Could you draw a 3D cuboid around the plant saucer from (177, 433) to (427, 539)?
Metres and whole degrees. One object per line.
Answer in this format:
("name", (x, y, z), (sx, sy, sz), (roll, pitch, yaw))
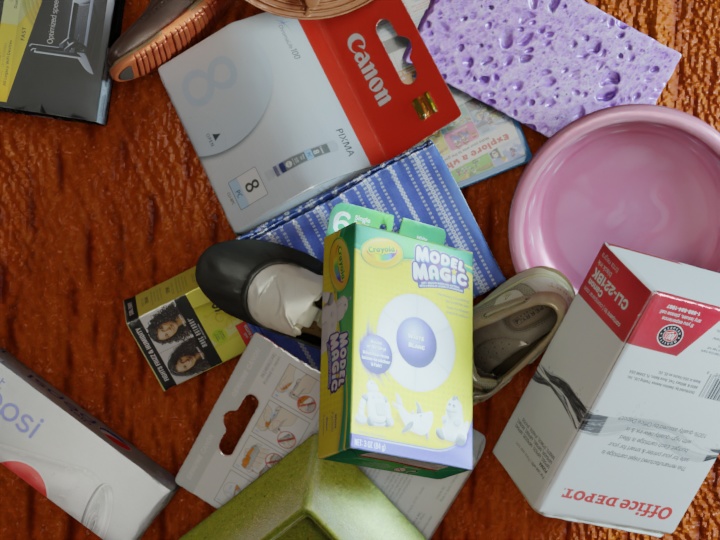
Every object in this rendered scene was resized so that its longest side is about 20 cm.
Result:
("plant saucer", (-0.038, 0.259, 1.507), (0.200, 0.048, 0.200), (-39, 98, 24))

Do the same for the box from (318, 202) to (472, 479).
("box", (0.029, 0.049, 1.437), (0.117, 0.048, 0.200), (13, 66, -33))

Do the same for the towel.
("towel", (0.000, 0.000, 1.512), (0.200, 0.024, 0.145), (-28, 116, 2))

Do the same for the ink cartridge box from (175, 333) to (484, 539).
("ink cartridge box", (-0.025, 0.153, 1.522), (0.200, 0.047, 0.160), (30, 115, 2))

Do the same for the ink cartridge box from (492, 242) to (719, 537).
("ink cartridge box", (0.215, 0.095, 1.478), (0.144, 0.084, 0.200), (14, 112, -31))

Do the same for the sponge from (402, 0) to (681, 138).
("sponge", (0.145, -0.172, 1.536), (0.200, 0.030, 0.112), (27, 99, -8))

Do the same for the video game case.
("video game case", (0.039, -0.157, 1.567), (0.143, 0.018, 0.200), (-21, 90, 0))

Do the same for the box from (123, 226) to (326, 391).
("box", (-0.086, 0.018, 1.543), (0.200, 0.050, 0.075), (-25, 114, 0))

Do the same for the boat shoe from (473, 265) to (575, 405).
("boat shoe", (0.085, 0.073, 1.520), (0.200, 0.065, 0.072), (-37, 101, 22))

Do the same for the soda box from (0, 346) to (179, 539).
("soda box", (-0.246, 0.142, 1.550), (0.200, 0.063, 0.068), (37, 91, 1))

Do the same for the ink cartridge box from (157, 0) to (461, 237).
("ink cartridge box", (-0.043, -0.140, 1.515), (0.200, 0.047, 0.160), (-31, 70, 13))

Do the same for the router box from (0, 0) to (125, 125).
("router box", (-0.272, -0.227, 1.553), (0.157, 0.052, 0.200), (9, 91, 1))

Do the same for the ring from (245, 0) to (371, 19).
("ring", (-0.034, -0.292, 1.474), (0.200, 0.019, 0.201), (-6, 109, -18))

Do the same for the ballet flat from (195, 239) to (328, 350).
("ballet flat", (-0.030, 0.029, 1.470), (0.200, 0.068, 0.068), (22, 95, -23))

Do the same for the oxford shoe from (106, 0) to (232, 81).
("oxford shoe", (-0.139, -0.233, 1.545), (0.073, 0.071, 0.200), (45, 78, 5))

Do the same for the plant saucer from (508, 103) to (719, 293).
("plant saucer", (0.218, -0.038, 1.528), (0.200, 0.051, 0.201), (1, 108, 2))
